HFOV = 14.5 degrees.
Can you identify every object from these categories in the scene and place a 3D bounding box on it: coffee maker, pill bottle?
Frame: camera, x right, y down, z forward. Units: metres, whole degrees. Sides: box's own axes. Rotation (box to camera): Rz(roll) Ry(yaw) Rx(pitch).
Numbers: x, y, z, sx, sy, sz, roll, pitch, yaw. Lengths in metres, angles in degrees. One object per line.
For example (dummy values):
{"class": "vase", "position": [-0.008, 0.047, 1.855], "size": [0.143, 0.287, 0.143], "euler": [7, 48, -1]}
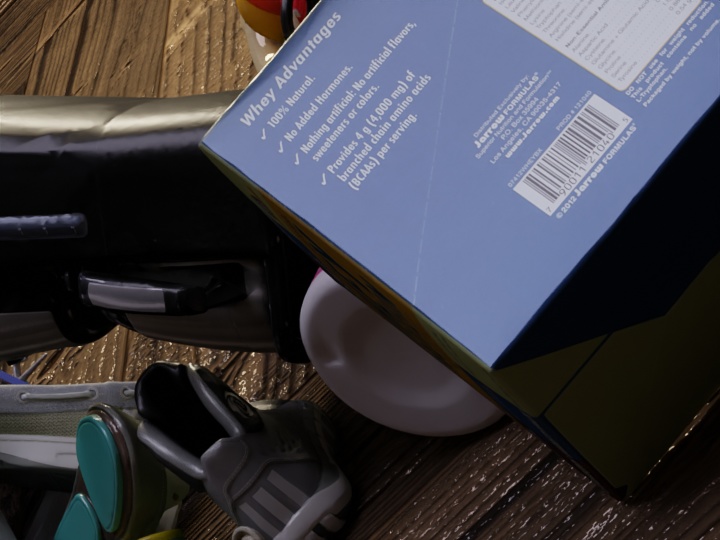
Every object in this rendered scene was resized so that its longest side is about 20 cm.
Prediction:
{"class": "coffee maker", "position": [-0.107, -0.049, 1.430], "size": [0.199, 0.135, 0.193], "euler": [0, 80, 24]}
{"class": "pill bottle", "position": [0.053, -0.024, 1.404], "size": [0.113, 0.113, 0.200], "euler": [-33, 22, 42]}

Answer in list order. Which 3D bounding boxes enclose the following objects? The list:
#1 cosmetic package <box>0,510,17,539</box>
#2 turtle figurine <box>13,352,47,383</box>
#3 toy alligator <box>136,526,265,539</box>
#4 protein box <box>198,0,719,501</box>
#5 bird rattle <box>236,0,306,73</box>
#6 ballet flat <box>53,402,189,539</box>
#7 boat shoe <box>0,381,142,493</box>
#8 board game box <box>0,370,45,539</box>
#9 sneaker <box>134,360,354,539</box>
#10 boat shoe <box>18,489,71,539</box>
{"class": "cosmetic package", "position": [-0.224, 0.204, 1.526], "size": [0.108, 0.085, 0.200], "euler": [-47, 45, 7]}
{"class": "turtle figurine", "position": [-0.241, 0.151, 1.801], "size": [0.150, 0.101, 0.200], "euler": [-40, -12, -47]}
{"class": "toy alligator", "position": [-0.085, 0.162, 1.460], "size": [0.054, 0.059, 0.200], "euler": [-10, -12, -38]}
{"class": "protein box", "position": [0.082, -0.052, 1.202], "size": [0.199, 0.135, 0.200], "euler": [-50, 50, -4]}
{"class": "bird rattle", "position": [-0.046, -0.165, 1.753], "size": [0.112, 0.200, 0.163], "euler": [-15, 42, -13]}
{"class": "ballet flat", "position": [-0.125, 0.120, 1.530], "size": [0.064, 0.068, 0.200], "euler": [-16, -25, -22]}
{"class": "boat shoe", "position": [-0.218, 0.081, 1.601], "size": [0.074, 0.201, 0.065], "euler": [79, -160, -72]}
{"class": "board game box", "position": [-0.276, 0.142, 1.684], "size": [0.097, 0.159, 0.201], "euler": [43, -108, -82]}
{"class": "sneaker", "position": [-0.071, 0.080, 1.486], "size": [0.075, 0.115, 0.200], "euler": [-50, 17, -1]}
{"class": "boat shoe", "position": [-0.168, 0.152, 1.654], "size": [0.200, 0.072, 0.071], "euler": [-55, 12, -29]}
